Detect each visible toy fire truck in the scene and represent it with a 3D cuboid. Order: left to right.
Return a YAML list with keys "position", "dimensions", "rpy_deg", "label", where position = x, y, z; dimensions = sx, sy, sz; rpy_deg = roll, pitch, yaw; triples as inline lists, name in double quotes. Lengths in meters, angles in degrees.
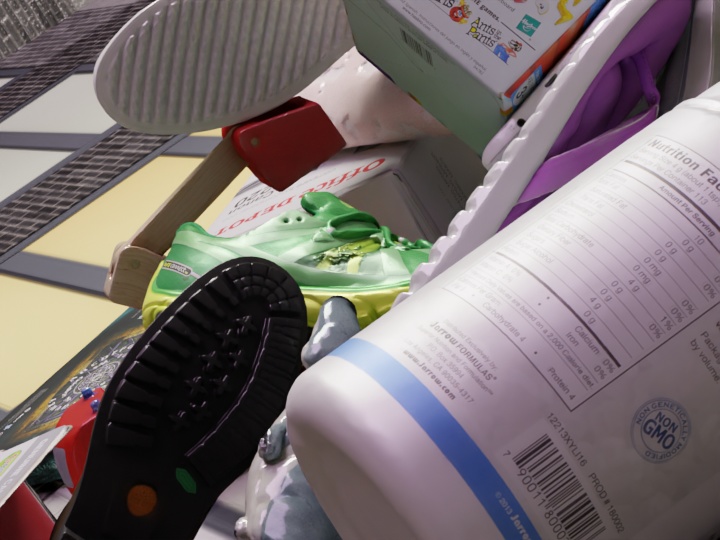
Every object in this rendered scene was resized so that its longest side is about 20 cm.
- position: [-0.076, 0.022, 1.198]
  dimensions: [0.200, 0.141, 0.049]
  rpy_deg: [-33, 15, -7]
  label: "toy fire truck"

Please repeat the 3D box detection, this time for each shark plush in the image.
- position: [-0.004, 0.084, 1.018]
  dimensions: [0.083, 0.091, 0.200]
  rpy_deg: [13, 29, 23]
  label: "shark plush"

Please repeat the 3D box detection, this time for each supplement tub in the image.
- position: [0.087, 0.038, 0.854]
  dimensions: [0.200, 0.132, 0.132]
  rpy_deg: [-35, 15, -15]
  label: "supplement tub"

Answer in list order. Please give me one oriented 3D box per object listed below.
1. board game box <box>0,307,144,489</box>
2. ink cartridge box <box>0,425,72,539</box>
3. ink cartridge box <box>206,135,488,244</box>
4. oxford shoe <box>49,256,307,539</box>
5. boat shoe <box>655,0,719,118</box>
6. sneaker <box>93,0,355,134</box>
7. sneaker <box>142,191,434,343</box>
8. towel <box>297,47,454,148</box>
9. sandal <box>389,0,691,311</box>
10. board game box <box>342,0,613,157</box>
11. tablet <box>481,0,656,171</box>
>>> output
- position: [-0.123, 0.054, 1.403]
  dimensions: [0.135, 0.028, 0.200]
  rpy_deg: [-15, 22, 46]
  label: "board game box"
- position: [-0.202, 0.172, 1.062]
  dimensions: [0.176, 0.084, 0.200]
  rpy_deg: [-27, 15, 32]
  label: "ink cartridge box"
- position: [0.009, -0.037, 1.333]
  dimensions: [0.146, 0.085, 0.200]
  rpy_deg: [-23, 19, 29]
  label: "ink cartridge box"
- position: [-0.090, 0.083, 1.068]
  dimensions: [0.200, 0.073, 0.084]
  rpy_deg: [-60, 8, -12]
  label: "oxford shoe"
- position: [0.153, -0.043, 1.050]
  dimensions: [0.072, 0.070, 0.201]
  rpy_deg: [117, 169, -61]
  label: "boat shoe"
- position: [-0.042, -0.122, 1.215]
  dimensions: [0.200, 0.074, 0.082]
  rpy_deg: [-26, 8, -14]
  label: "sneaker"
- position: [0.000, 0.000, 1.124]
  dimensions: [0.200, 0.074, 0.084]
  rpy_deg: [0, 60, 9]
  label: "sneaker"
- position: [0.047, -0.153, 1.254]
  dimensions: [0.200, 0.032, 0.191]
  rpy_deg: [-4, 63, 54]
  label: "towel"
- position: [0.086, -0.034, 1.035]
  dimensions: [0.203, 0.050, 0.082]
  rpy_deg: [-53, -14, -1]
  label: "sandal"
- position: [0.097, -0.157, 1.116]
  dimensions: [0.200, 0.105, 0.103]
  rpy_deg: [-45, -18, -9]
  label: "board game box"
- position: [0.119, -0.077, 1.140]
  dimensions: [0.130, 0.014, 0.200]
  rpy_deg: [-49, -18, 2]
  label: "tablet"
